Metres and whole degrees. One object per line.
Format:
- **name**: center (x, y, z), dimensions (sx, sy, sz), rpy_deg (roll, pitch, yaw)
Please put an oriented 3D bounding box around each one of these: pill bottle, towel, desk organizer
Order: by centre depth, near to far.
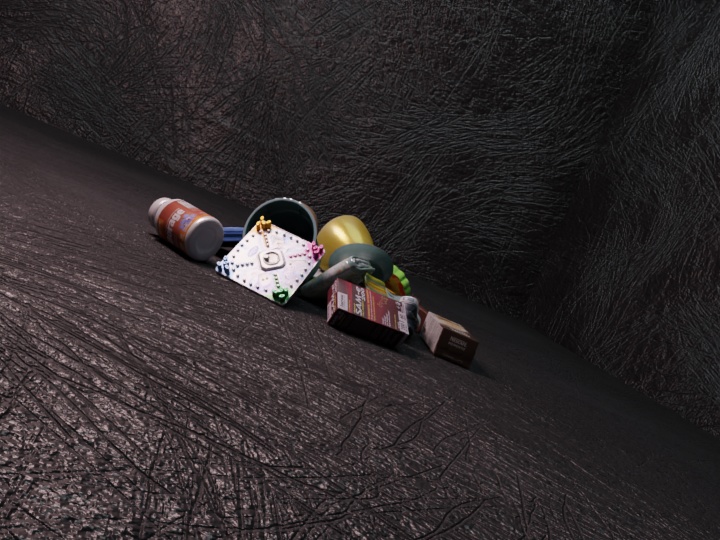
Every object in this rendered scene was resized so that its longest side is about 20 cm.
- **pill bottle**: center (-0.442, -0.110, 1.493), dimensions (0.198, 0.114, 0.111), rpy_deg (27, 7, 34)
- **towel**: center (0.059, 0.098, 1.578), dimensions (0.085, 0.018, 0.202), rpy_deg (25, 36, -39)
- **towel**: center (-0.057, 0.025, 1.634), dimensions (0.049, 0.170, 0.200), rpy_deg (60, 14, 12)
- **desk organizer**: center (0.175, 0.136, 1.917), dimensions (0.077, 0.072, 0.200), rpy_deg (37, 7, 3)

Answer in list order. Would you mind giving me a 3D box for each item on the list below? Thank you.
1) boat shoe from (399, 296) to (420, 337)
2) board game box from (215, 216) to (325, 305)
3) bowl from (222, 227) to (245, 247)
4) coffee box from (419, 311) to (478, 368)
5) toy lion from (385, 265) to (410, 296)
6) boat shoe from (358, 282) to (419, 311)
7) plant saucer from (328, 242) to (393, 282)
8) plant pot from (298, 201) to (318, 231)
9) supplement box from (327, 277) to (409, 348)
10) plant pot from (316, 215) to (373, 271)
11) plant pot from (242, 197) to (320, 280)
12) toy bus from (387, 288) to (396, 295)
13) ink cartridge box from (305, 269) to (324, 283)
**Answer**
- **boat shoe**: center (0.125, 0.153, 1.664), dimensions (0.069, 0.092, 0.201), rpy_deg (9, -25, 12)
- **board game box**: center (-0.215, -0.030, 1.444), dimensions (0.197, 0.201, 0.026), rpy_deg (25, -39, 15)
- **bowl**: center (-0.353, -0.091, 1.694), dimensions (0.196, 0.040, 0.201), rpy_deg (0, -3, 0)
- **coffee box**: center (0.248, 0.193, 1.692), dimensions (0.113, 0.081, 0.200), rpy_deg (22, 6, -9)
- **toy lion**: center (0.085, 0.049, 1.997), dimensions (0.191, 0.202, 0.068), rpy_deg (40, 56, 22)
- **boat shoe**: center (0.075, 0.098, 1.765), dimensions (0.198, 0.075, 0.065), rpy_deg (20, -38, 3)
- **plant saucer**: center (0.000, 0.000, 1.767), dimensions (0.197, 0.200, 0.036), rpy_deg (22, 48, -18)
- **plant pot**: center (-0.256, -0.139, 2.249), dimensions (0.197, 0.203, 0.175), rpy_deg (22, 22, -13)
- **supplement box**: center (0.017, 0.104, 1.455), dimensions (0.197, 0.061, 0.110), rpy_deg (21, 37, -21)
- **plant pot**: center (-0.030, -0.051, 1.875), dimensions (0.198, 0.202, 0.142), rpy_deg (18, 17, -42)
- **plant pot**: center (-0.195, -0.062, 1.614), dimensions (0.197, 0.203, 0.196), rpy_deg (24, -12, 14)
- **toy bus**: center (0.053, 0.086, 1.886), dimensions (0.064, 0.080, 0.199), rpy_deg (19, 7, -32)
- **ink cartridge box**: center (-0.109, 0.039, 1.842), dimensions (0.197, 0.041, 0.200), rpy_deg (24, 6, -4)
